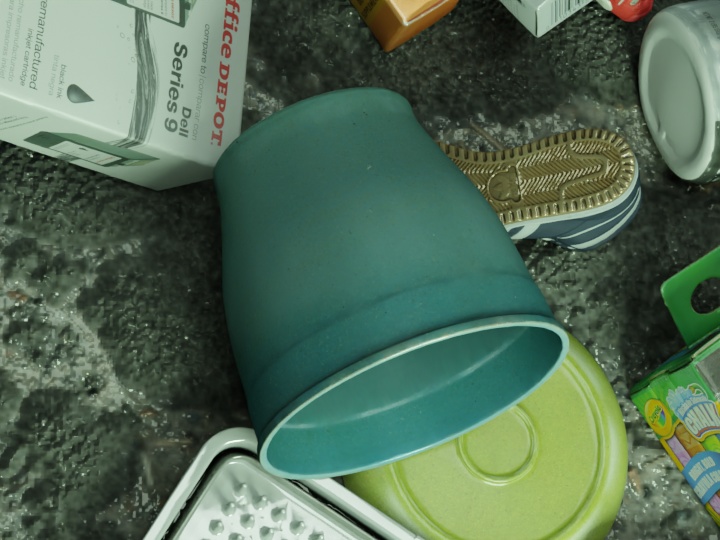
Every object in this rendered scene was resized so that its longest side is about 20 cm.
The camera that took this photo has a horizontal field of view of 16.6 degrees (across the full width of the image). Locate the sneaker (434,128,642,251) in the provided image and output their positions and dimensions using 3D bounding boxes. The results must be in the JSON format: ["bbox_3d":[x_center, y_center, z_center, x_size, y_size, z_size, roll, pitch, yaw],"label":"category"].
[{"bbox_3d":[0.091,-0.047,1.639,0.199,0.108,0.070,-6,79,15],"label":"sneaker"}]

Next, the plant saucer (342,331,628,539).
[{"bbox_3d":[0.085,0.113,1.612,0.199,0.031,0.201,3,77,-14],"label":"plant saucer"}]

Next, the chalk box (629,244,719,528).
[{"bbox_3d":[0.268,0.082,1.620,0.125,0.124,0.200,-32,86,-19],"label":"chalk box"}]

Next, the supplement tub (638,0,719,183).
[{"bbox_3d":[0.300,-0.135,1.680,0.199,0.123,0.123,-12,80,-18],"label":"supplement tub"}]

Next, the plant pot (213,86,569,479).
[{"bbox_3d":[0.000,0.000,1.516,0.199,0.200,0.189,-16,68,-18],"label":"plant pot"}]

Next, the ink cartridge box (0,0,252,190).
[{"bbox_3d":[-0.167,-0.147,1.533,0.200,0.084,0.147,17,72,-42],"label":"ink cartridge box"}]

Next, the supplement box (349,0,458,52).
[{"bbox_3d":[-0.010,-0.250,1.655,0.069,0.067,0.200,-33,86,-17],"label":"supplement box"}]

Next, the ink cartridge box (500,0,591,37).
[{"bbox_3d":[0.133,-0.280,1.667,0.199,0.041,0.200,-35,64,-15],"label":"ink cartridge box"}]

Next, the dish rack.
[{"bbox_3d":[-0.049,0.213,1.545,0.200,0.044,0.172,34,72,-5],"label":"dish rack"}]

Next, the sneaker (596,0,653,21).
[{"bbox_3d":[0.230,-0.248,1.727,0.200,0.077,0.085,-42,110,-17],"label":"sneaker"}]
